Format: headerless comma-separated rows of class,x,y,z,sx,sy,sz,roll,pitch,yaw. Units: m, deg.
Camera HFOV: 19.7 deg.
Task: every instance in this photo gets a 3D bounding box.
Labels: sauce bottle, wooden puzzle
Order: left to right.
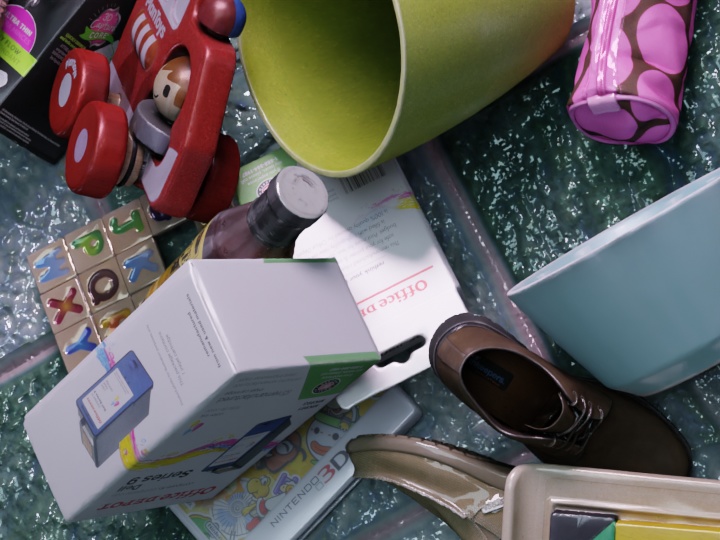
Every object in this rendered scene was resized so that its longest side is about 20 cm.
sauce bottle,-0.086,-0.006,1.425,0.200,0.066,0.066,-43,63,45
wooden puzzle,0.188,0.226,1.351,0.198,0.037,0.187,4,94,10

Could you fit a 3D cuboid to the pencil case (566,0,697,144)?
pencil case,0.194,-0.193,1.454,0.090,0.094,0.202,5,80,18

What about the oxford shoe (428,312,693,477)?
oxford shoe,0.137,0.103,1.377,0.199,0.084,0.073,26,98,-12

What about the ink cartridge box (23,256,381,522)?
ink cartridge box,-0.107,0.079,1.387,0.200,0.145,0.088,-39,67,34

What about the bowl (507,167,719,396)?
bowl,0.206,0.011,1.366,0.200,0.201,0.106,-29,90,9

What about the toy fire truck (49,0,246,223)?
toy fire truck,-0.136,-0.138,1.465,0.169,0.111,0.200,-65,28,24

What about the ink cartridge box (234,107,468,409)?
ink cartridge box,0.000,0.000,1.469,0.116,0.067,0.201,-26,67,0

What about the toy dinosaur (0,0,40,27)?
toy dinosaur,-0.275,-0.198,1.478,0.135,0.086,0.201,26,92,14

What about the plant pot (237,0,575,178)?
plant pot,0.046,-0.175,1.435,0.187,0.199,0.189,23,120,47

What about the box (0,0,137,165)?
box,-0.243,-0.213,1.578,0.148,0.124,0.200,41,91,21

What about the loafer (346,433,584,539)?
loafer,0.080,0.160,1.413,0.199,0.076,0.068,15,88,16

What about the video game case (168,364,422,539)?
video game case,-0.083,0.099,1.509,0.182,0.023,0.200,-46,69,3

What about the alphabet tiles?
alphabet tiles,-0.144,0.041,1.526,0.166,0.008,0.201,-26,71,10
